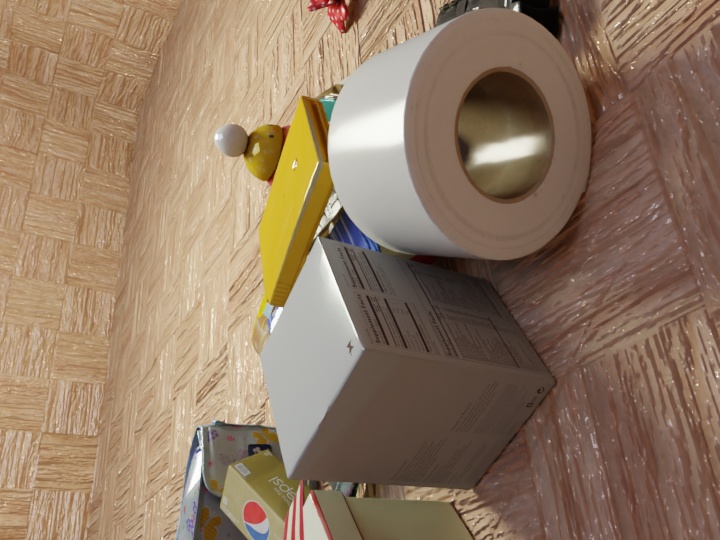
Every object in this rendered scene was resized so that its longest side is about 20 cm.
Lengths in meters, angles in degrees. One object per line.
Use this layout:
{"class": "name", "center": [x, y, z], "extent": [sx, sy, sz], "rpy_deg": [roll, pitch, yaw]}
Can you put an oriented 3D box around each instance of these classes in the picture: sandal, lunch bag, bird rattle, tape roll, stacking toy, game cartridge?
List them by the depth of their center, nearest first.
{"class": "tape roll", "center": [0.087, -0.113, 0.605], "extent": [0.139, 0.200, 0.206], "rpy_deg": [6, 84, 62]}
{"class": "game cartridge", "center": [-0.078, -0.080, 0.801], "extent": [0.177, 0.032, 0.202], "rpy_deg": [-106, 32, -52]}
{"class": "lunch bag", "center": [-0.156, 0.314, 0.922], "extent": [0.127, 0.168, 0.203], "rpy_deg": [-15, 65, 61]}
{"class": "sandal", "center": [-0.044, -0.082, 1.009], "extent": [0.200, 0.054, 0.081], "rpy_deg": [-42, 48, 27]}
{"class": "stacking toy", "center": [-0.130, -0.177, 1.041], "extent": [0.146, 0.198, 0.148], "rpy_deg": [-32, 52, 53]}
{"class": "bird rattle", "center": [-0.014, -0.509, 1.113], "extent": [0.201, 0.111, 0.165], "rpy_deg": [119, 162, -53]}

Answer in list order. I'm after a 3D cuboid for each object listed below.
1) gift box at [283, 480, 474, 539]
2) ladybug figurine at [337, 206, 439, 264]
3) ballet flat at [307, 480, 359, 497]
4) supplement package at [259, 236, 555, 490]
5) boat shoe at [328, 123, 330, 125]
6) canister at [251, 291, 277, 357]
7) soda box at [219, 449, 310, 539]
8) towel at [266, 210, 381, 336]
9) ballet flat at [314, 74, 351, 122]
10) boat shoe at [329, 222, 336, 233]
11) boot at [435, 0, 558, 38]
{"class": "gift box", "center": [0.013, 0.299, 0.594], "extent": [0.184, 0.185, 0.202], "rpy_deg": [42, 117, 58]}
{"class": "ladybug figurine", "center": [0.045, -0.056, 0.777], "extent": [0.136, 0.072, 0.200], "rpy_deg": [-46, 29, 2]}
{"class": "ballet flat", "center": [-0.026, 0.248, 0.801], "extent": [0.069, 0.070, 0.202], "rpy_deg": [-53, -19, -77]}
{"class": "supplement package", "center": [0.034, 0.090, 0.623], "extent": [0.153, 0.198, 0.151], "rpy_deg": [-61, 32, 27]}
{"class": "boat shoe", "center": [0.043, -0.154, 0.775], "extent": [0.199, 0.093, 0.075], "rpy_deg": [18, 138, 46]}
{"class": "canister", "center": [-0.070, 0.086, 0.868], "extent": [0.200, 0.086, 0.150], "rpy_deg": [36, 108, 62]}
{"class": "soda box", "center": [-0.075, 0.299, 0.772], "extent": [0.199, 0.064, 0.069], "rpy_deg": [33, 117, 35]}
{"class": "towel", "center": [-0.045, 0.030, 0.743], "extent": [0.201, 0.024, 0.145], "rpy_deg": [-53, 32, 22]}
{"class": "ballet flat", "center": [-0.003, -0.259, 0.995], "extent": [0.073, 0.068, 0.199], "rpy_deg": [-58, 27, -7]}
{"class": "boat shoe", "center": [0.000, 0.000, 0.863], "extent": [0.070, 0.070, 0.200], "rpy_deg": [-66, 31, 17]}
{"class": "boot", "center": [0.136, -0.296, 0.723], "extent": [0.174, 0.068, 0.203], "rpy_deg": [11, 96, 62]}
